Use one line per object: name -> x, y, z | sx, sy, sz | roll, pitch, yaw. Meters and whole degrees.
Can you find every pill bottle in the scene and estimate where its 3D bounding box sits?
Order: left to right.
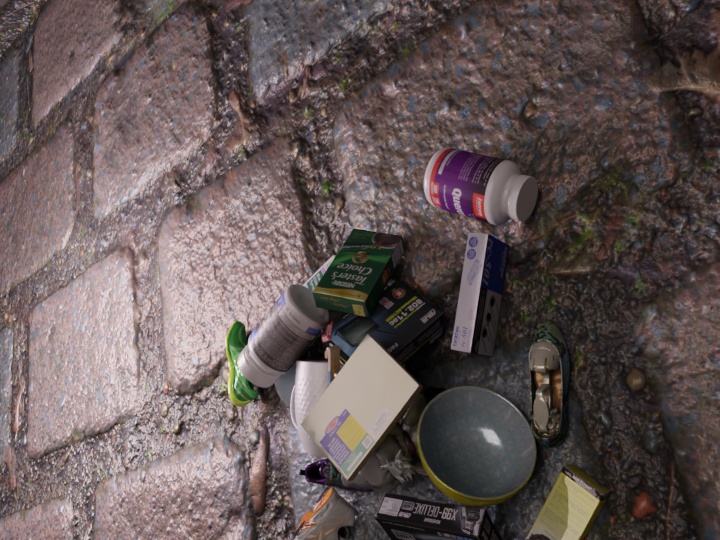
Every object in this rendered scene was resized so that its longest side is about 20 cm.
pill bottle -> -0.161, 0.138, 1.286 | 0.201, 0.112, 0.115 | -49, 55, 20
pill bottle -> 0.218, -0.152, 1.144 | 0.197, 0.111, 0.116 | 22, 93, 40

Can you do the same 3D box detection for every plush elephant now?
plush elephant -> 0.066, 0.307, 1.126 | 0.197, 0.152, 0.171 | 3, 105, 50

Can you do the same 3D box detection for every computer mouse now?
computer mouse -> 0.111, 0.231, 1.193 | 0.197, 0.034, 0.060 | 30, 99, 39

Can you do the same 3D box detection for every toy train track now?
toy train track -> -0.053, 0.235, 1.149 | 0.032, 0.112, 0.208 | 14, 110, 47

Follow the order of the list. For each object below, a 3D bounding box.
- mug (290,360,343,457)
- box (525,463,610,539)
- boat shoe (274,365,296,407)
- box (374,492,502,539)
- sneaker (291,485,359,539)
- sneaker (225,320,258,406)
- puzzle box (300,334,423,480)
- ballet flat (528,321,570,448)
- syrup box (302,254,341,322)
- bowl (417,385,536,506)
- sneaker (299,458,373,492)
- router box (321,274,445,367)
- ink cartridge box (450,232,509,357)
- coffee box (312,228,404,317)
mug -> -0.078, 0.275, 1.270 | 0.196, 0.145, 0.182 | -6, 80, 47
box -> 0.310, 0.413, 0.982 | 0.074, 0.049, 0.205 | 29, 98, 39
boat shoe -> -0.166, 0.208, 1.404 | 0.070, 0.091, 0.204 | -31, 88, 14
box -> 0.141, 0.449, 1.045 | 0.195, 0.160, 0.050 | -5, 38, 37
sneaker -> -0.074, 0.522, 1.254 | 0.091, 0.076, 0.202 | 34, 125, 0
sneaker -> -0.273, 0.219, 1.494 | 0.081, 0.074, 0.206 | -14, 66, 9
puzzle box -> -0.001, 0.230, 1.063 | 0.133, 0.025, 0.202 | 41, 95, 29
ballet flat -> 0.305, 0.183, 1.027 | 0.072, 0.073, 0.208 | -12, 72, 35
syrup box -> -0.084, 0.063, 1.358 | 0.199, 0.080, 0.080 | -43, 60, 24
bowl -> 0.187, 0.311, 1.053 | 0.201, 0.196, 0.110 | 48, 151, 34
sneaker -> -0.028, 0.400, 1.232 | 0.196, 0.086, 0.077 | -19, 69, 34
router box -> 0.044, 0.116, 1.185 | 0.198, 0.063, 0.149 | -37, 50, -23
ink cartridge box -> 0.214, 0.045, 1.114 | 0.043, 0.093, 0.208 | 5, 83, 38
coffee box -> 0.000, 0.000, 1.242 | 0.119, 0.045, 0.202 | 9, 45, 26
